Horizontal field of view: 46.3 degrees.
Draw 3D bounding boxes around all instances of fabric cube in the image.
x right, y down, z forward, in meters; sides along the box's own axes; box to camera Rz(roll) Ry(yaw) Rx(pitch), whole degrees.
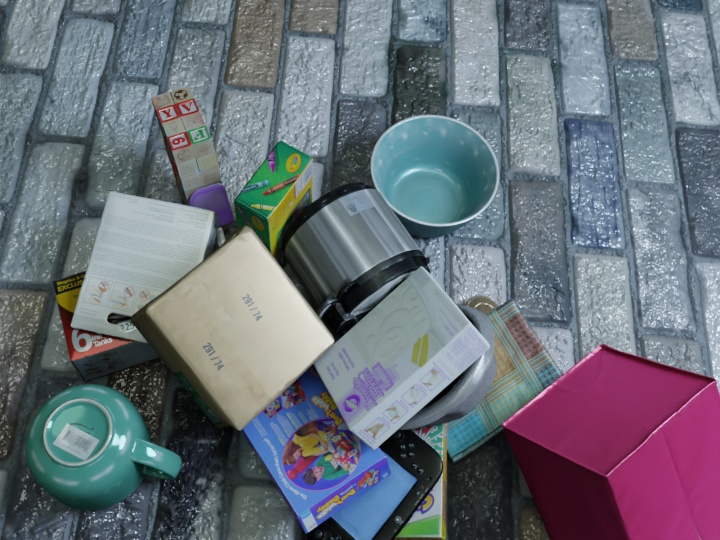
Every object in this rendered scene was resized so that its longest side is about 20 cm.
[{"bbox_3d":[0.334,0.244,1.057,0.199,0.196,0.201,-32,111,-19],"label":"fabric cube"}]

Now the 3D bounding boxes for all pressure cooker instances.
[{"bbox_3d":[0.000,-0.001,1.208,0.175,0.179,0.201,-37,73,5],"label":"pressure cooker"}]

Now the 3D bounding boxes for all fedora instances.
[{"bbox_3d":[0.105,0.142,1.128,0.200,0.090,0.177,-47,37,-4],"label":"fedora"}]

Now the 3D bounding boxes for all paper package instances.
[{"bbox_3d":[-0.168,0.078,1.116,0.190,0.103,0.201,-41,99,-22],"label":"paper package"}]

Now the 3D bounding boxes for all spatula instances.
[{"bbox_3d":[-0.200,-0.026,1.243,0.056,0.021,0.202,-16,100,-3],"label":"spatula"}]

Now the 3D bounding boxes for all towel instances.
[{"bbox_3d":[0.169,0.153,1.175,0.199,0.022,0.147,-38,67,16],"label":"towel"}]

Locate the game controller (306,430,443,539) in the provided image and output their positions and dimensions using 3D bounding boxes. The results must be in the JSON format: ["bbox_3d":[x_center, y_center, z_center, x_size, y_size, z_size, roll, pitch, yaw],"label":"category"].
[{"bbox_3d":[0.020,0.302,1.109,0.104,0.042,0.200,33,80,35],"label":"game controller"}]

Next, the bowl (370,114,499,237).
[{"bbox_3d":[0.111,-0.132,1.327,0.198,0.105,0.203,1,62,-3],"label":"bowl"}]

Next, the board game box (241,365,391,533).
[{"bbox_3d":[-0.069,0.229,1.124,0.134,0.045,0.200,-30,47,-14],"label":"board game box"}]

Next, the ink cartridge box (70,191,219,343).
[{"bbox_3d":[-0.300,0.000,1.184,0.159,0.050,0.202,11,79,4],"label":"ink cartridge box"}]

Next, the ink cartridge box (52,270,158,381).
[{"bbox_3d":[-0.332,0.039,1.223,0.198,0.084,0.177,-18,65,-12],"label":"ink cartridge box"}]

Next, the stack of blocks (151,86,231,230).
[{"bbox_3d":[-0.251,-0.157,1.259,0.058,0.201,0.116,-20,56,-13],"label":"stack of blocks"}]

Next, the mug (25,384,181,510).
[{"bbox_3d":[-0.344,0.224,1.112,0.183,0.115,0.153,-18,65,-12],"label":"mug"}]

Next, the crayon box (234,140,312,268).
[{"bbox_3d":[-0.123,-0.080,1.232,0.058,0.200,0.119,28,64,10],"label":"crayon box"}]

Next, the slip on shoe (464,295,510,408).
[{"bbox_3d":[0.196,0.123,1.228,0.075,0.061,0.202,-3,63,-5],"label":"slip on shoe"}]

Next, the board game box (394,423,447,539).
[{"bbox_3d":[0.069,0.280,1.142,0.095,0.030,0.202,-7,63,21],"label":"board game box"}]

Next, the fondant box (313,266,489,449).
[{"bbox_3d":[0.049,0.110,1.088,0.200,0.058,0.144,-43,38,4],"label":"fondant box"}]
